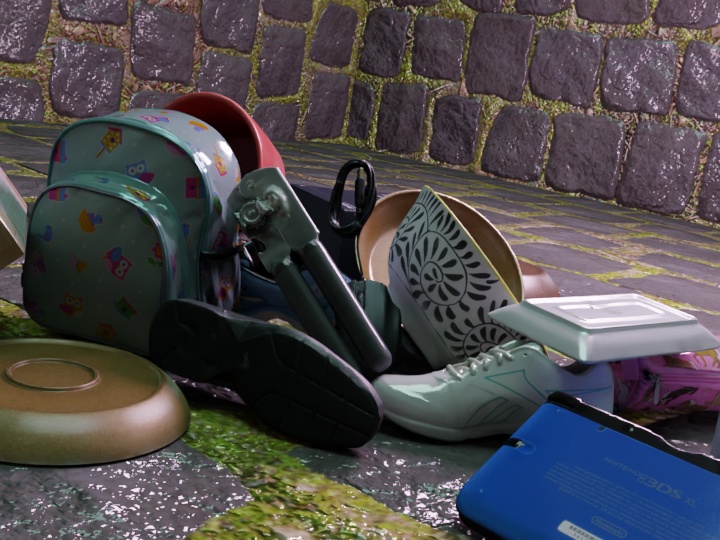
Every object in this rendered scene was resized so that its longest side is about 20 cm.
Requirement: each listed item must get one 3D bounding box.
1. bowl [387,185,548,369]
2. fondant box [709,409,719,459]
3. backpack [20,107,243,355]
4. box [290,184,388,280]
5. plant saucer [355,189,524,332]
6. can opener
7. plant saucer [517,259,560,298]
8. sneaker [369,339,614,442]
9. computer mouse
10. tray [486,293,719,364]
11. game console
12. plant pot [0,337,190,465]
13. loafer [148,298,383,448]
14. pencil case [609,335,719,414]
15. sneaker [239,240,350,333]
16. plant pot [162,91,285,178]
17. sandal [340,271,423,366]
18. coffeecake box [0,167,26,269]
[{"bbox_3d":[0.082,0.030,0.924,0.094,0.202,0.201,-35,14,2],"label":"bowl"},{"bbox_3d":[0.404,0.145,0.785,0.197,0.059,0.144,4,12,-29],"label":"fondant box"},{"bbox_3d":[-0.191,-0.035,0.837,0.173,0.204,0.153,13,12,16],"label":"backpack"},{"bbox_3d":[0.019,-0.033,1.206,0.179,0.106,0.200,5,11,-23],"label":"box"},{"bbox_3d":[0.081,0.005,1.052,0.196,0.036,0.203,13,53,-17],"label":"plant saucer"},{"bbox_3d":[-0.042,0.005,0.800,0.053,0.202,0.067,-32,-15,-2],"label":"can opener"},{"bbox_3d":[0.184,0.006,1.362,0.196,0.037,0.201,8,11,-1],"label":"plant saucer"},{"bbox_3d":[0.103,0.090,0.766,0.196,0.082,0.071,6,13,-6],"label":"sneaker"},{"bbox_3d":[0.000,0.000,0.849,0.057,0.204,0.034,-9,-12,12],"label":"computer mouse"},{"bbox_3d":[0.208,0.042,0.817,0.197,0.023,0.107,-1,17,-40],"label":"tray"},{"bbox_3d":[0.187,0.167,0.606,0.170,0.120,0.198,-37,36,-29],"label":"game console"},{"bbox_3d":[-0.216,0.083,0.687,0.196,0.028,0.200,8,11,-2],"label":"plant pot"},{"bbox_3d":[-0.063,0.072,0.740,0.198,0.074,0.072,25,6,23],"label":"loafer"},{"bbox_3d":[0.303,0.094,0.898,0.196,0.084,0.087,5,45,-21],"label":"pencil case"},{"bbox_3d":[-0.096,-0.001,0.926,0.197,0.091,0.079,1,48,33],"label":"sneaker"},{"bbox_3d":[-0.204,-0.143,1.444,0.197,0.205,0.177,11,1,14],"label":"plant pot"},{"bbox_3d":[0.002,0.050,0.943,0.075,0.045,0.200,50,-5,-28],"label":"sandal"},{"bbox_3d":[-0.353,-0.022,0.789,0.152,0.074,0.200,-34,21,-8],"label":"coffeecake box"}]
